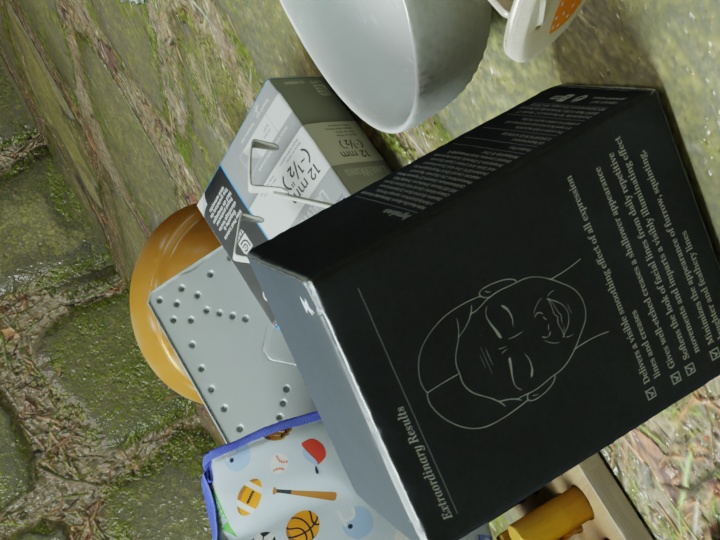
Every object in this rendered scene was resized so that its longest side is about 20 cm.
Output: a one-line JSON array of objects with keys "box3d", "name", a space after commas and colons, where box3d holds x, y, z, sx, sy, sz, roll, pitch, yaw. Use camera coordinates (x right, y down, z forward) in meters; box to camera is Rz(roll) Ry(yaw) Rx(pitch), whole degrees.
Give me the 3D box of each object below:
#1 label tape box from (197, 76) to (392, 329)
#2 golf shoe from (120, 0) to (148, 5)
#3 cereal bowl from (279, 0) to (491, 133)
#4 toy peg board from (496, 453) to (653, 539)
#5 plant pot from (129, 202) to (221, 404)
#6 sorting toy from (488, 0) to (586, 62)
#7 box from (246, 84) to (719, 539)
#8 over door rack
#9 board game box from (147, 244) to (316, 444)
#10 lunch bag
[{"box3d": [-0.033, -0.031, 1.120, 0.201, 0.066, 0.144, 57, 131, 26], "name": "label tape box"}, {"box3d": [-0.175, -0.295, 1.287, 0.200, 0.077, 0.099, 174, 85, -68], "name": "golf shoe"}, {"box3d": [0.012, -0.182, 0.789, 0.201, 0.083, 0.201, 56, 165, 24], "name": "cereal bowl"}, {"box3d": [0.135, 0.216, 1.051, 0.200, 0.097, 0.200, 58, 164, 15], "name": "toy peg board"}, {"box3d": [-0.089, 0.025, 1.336, 0.182, 0.199, 0.202, -8, 111, 57], "name": "plant pot"}, {"box3d": [0.060, -0.222, 0.548, 0.201, 0.106, 0.181, 56, 157, 24], "name": "sorting toy"}, {"box3d": [0.069, 0.017, 0.720, 0.150, 0.198, 0.107, 66, 164, -16], "name": "box"}, {"box3d": [0.000, 0.000, 0.997, 0.198, 0.067, 0.148, 23, 158, -2], "name": "over door rack"}, {"box3d": [-0.048, 0.053, 1.197, 0.201, 0.199, 0.026, 57, 178, 15], "name": "board game box"}, {"box3d": [-0.011, 0.197, 1.075, 0.124, 0.197, 0.172, 96, 160, -59], "name": "lunch bag"}]
